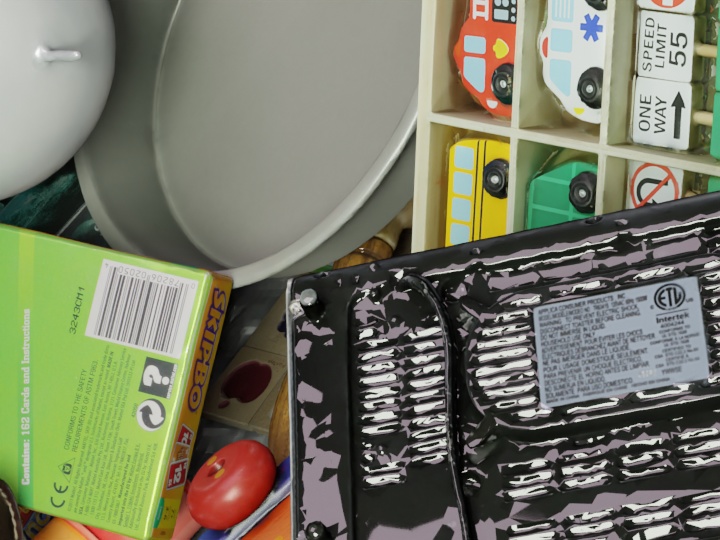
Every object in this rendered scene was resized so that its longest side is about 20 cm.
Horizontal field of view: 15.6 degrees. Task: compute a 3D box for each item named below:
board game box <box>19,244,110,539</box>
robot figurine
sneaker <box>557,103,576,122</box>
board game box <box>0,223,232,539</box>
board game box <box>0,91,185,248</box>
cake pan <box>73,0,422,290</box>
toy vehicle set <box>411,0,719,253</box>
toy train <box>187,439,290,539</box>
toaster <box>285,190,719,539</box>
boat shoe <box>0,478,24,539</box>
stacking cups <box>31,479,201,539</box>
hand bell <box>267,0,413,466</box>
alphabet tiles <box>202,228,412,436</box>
[{"bbox_3d":[-0.180,0.061,1.084,0.195,0.056,0.201,1,51,43],"label":"board game box"},{"bbox_3d":[-0.155,-0.093,0.980,0.169,0.113,0.200,-34,26,-3],"label":"robot figurine"},{"bbox_3d":[0.100,-0.024,0.849,0.078,0.201,0.089,-10,0,-41],"label":"sneaker"},{"bbox_3d":[-0.147,0.028,0.949,0.199,0.030,0.096,13,88,21],"label":"board game box"},{"bbox_3d":[-0.160,-0.008,1.071,0.200,0.028,0.135,-50,36,-15],"label":"board game box"},{"bbox_3d":[-0.028,-0.085,0.965,0.200,0.037,0.201,-18,63,40],"label":"cake pan"},{"bbox_3d":[0.073,-0.071,0.792,0.124,0.201,0.026,12,15,41],"label":"toy vehicle set"},{"bbox_3d":[-0.016,0.107,0.841,0.200,0.085,0.116,-42,18,3],"label":"toy train"},{"bbox_3d":[0.084,0.077,0.672,0.199,0.119,0.182,-12,54,12],"label":"toaster"},{"bbox_3d":[-0.118,0.160,0.871,0.072,0.072,0.201,-10,68,25],"label":"boat shoe"},{"bbox_3d":[-0.134,0.146,0.950,0.200,0.061,0.060,-45,36,-12],"label":"stacking cups"},{"bbox_3d":[0.000,0.000,0.977,0.104,0.104,0.201,-5,58,38],"label":"hand bell"},{"bbox_3d":[0.048,0.008,0.986,0.199,0.008,0.167,13,59,48],"label":"alphabet tiles"}]
